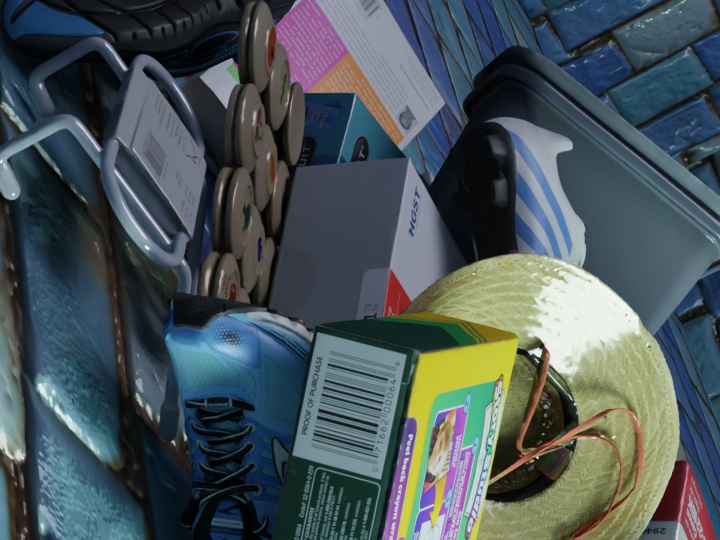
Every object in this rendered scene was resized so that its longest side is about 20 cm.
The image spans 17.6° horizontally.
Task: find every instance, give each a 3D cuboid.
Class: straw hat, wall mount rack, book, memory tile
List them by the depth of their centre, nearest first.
[{"bbox_3d":[-0.113,-0.021,1.184,0.174,0.074,0.200,56,15,-20],"label":"wall mount rack"},{"bbox_3d":[0.070,0.081,1.281,0.202,0.200,0.085,59,-14,-21],"label":"straw hat"},{"bbox_3d":[-0.059,-0.035,1.296,0.153,0.017,0.202,74,21,-67],"label":"memory tile"},{"bbox_3d":[-0.029,-0.119,1.571,0.134,0.048,0.200,59,43,-14],"label":"book"}]

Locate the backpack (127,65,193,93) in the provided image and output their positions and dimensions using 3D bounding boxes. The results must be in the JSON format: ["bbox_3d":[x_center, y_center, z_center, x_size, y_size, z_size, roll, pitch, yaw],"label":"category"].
[{"bbox_3d":[-0.120,-0.219,1.412,0.201,0.134,0.183,63,12,-17],"label":"backpack"}]

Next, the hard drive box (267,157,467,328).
[{"bbox_3d":[0.016,0.056,1.380,0.200,0.076,0.157,57,36,-51],"label":"hard drive box"}]

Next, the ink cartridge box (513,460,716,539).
[{"bbox_3d":[0.113,0.211,1.306,0.084,0.143,0.201,66,29,-42],"label":"ink cartridge box"}]

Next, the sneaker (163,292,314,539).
[{"bbox_3d":[-0.050,0.092,1.129,0.090,0.078,0.201,-61,146,-35],"label":"sneaker"}]

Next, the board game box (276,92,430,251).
[{"bbox_3d":[0.000,0.000,1.501,0.200,0.047,0.152,47,52,-53],"label":"board game box"}]

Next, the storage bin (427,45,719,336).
[{"bbox_3d":[0.122,-0.021,1.491,0.200,0.135,0.146,39,-17,-6],"label":"storage bin"}]

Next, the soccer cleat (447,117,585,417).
[{"bbox_3d":[0.104,0.008,1.384,0.086,0.070,0.202,3,82,-37],"label":"soccer cleat"}]

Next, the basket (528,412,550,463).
[{"bbox_3d":[0.123,0.173,1.589,0.201,0.148,0.143,60,12,-14],"label":"basket"}]

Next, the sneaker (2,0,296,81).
[{"bbox_3d":[-0.116,-0.134,1.295,0.199,0.082,0.073,-13,57,-41],"label":"sneaker"}]

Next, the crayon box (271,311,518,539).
[{"bbox_3d":[0.011,0.126,1.127,0.172,0.058,0.202,-3,105,-72],"label":"crayon box"}]

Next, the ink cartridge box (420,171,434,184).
[{"bbox_3d":[0.055,0.044,1.721,0.146,0.087,0.201,58,15,-28],"label":"ink cartridge box"}]
